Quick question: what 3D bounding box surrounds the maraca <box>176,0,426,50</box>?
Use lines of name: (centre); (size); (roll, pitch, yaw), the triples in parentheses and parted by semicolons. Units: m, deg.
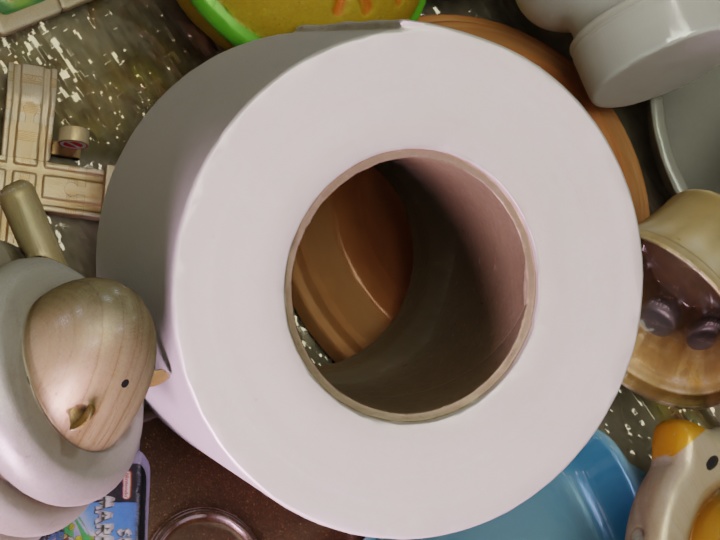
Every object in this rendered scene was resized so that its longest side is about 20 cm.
maraca: (-0.015, -0.163, 1.020); (0.199, 0.107, 0.138); (-26, 90, -42)

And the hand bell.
hand bell: (0.186, -0.038, 1.042); (0.104, 0.104, 0.200); (45, 57, -5)

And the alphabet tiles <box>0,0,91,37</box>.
alphabet tiles: (-0.225, -0.189, 0.992); (0.166, 0.008, 0.201); (-26, 85, -27)

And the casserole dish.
casserole dish: (0.063, 0.151, 0.991); (0.199, 0.039, 0.122); (-25, 93, -34)

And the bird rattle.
bird rattle: (0.188, 0.149, 1.021); (0.162, 0.112, 0.202); (17, 84, -26)

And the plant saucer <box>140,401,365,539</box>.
plant saucer: (-0.073, 0.136, 0.970); (0.198, 0.032, 0.202); (5, 76, -19)

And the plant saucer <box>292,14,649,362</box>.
plant saucer: (0.054, -0.030, 1.047); (0.198, 0.037, 0.202); (5, 76, -19)

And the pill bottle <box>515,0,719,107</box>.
pill bottle: (0.111, -0.186, 1.049); (0.110, 0.111, 0.202); (-16, 76, -21)

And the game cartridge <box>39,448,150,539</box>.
game cartridge: (-0.153, 0.140, 0.890); (0.128, 0.039, 0.202); (-2, 58, 1)

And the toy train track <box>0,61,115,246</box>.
toy train track: (-0.191, -0.047, 0.968); (0.198, 0.033, 0.116); (7, 76, -16)

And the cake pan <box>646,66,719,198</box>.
cake pan: (0.232, -0.077, 1.119); (0.198, 0.037, 0.202); (4, 76, -18)

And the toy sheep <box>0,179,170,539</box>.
toy sheep: (-0.161, 0.049, 0.847); (0.138, 0.199, 0.139); (32, 49, -45)

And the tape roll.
tape roll: (0.000, 0.000, 0.908); (0.201, 0.139, 0.205); (-2, 95, -19)
